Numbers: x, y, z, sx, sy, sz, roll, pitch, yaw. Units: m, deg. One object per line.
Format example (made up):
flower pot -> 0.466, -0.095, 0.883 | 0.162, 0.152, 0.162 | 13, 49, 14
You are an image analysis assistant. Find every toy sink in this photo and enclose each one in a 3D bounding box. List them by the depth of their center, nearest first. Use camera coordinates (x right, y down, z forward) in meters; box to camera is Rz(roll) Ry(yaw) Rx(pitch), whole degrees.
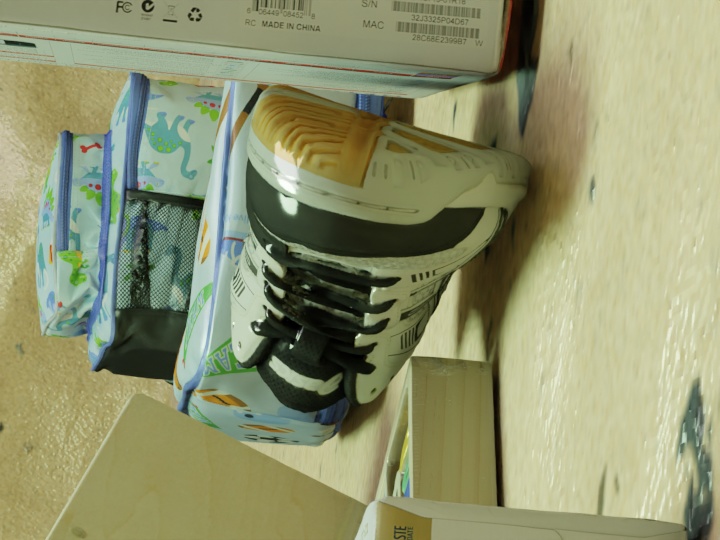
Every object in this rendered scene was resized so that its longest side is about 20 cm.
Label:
toy sink -> -0.092, 0.168, 0.960 | 0.201, 0.112, 0.130 | -64, 1, 26

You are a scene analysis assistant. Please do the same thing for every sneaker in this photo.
sneaker -> 0.000, 0.000, 0.748 | 0.200, 0.075, 0.088 | 10, -82, -86

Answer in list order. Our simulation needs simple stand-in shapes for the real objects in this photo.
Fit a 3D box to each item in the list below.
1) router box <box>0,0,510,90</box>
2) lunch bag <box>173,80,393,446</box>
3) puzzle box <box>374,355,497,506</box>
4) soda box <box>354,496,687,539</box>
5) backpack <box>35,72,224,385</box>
router box -> -0.066, -0.089, 0.814 | 0.179, 0.199, 0.049 | -166, 81, -84
lunch bag -> -0.030, -0.014, 1.080 | 0.200, 0.075, 0.161 | 123, 155, -78
puzzle box -> 0.010, 0.139, 0.780 | 0.200, 0.025, 0.133 | 103, 170, -46
soda box -> 0.016, 0.116, 0.571 | 0.200, 0.063, 0.068 | 109, 165, -62
backpack -> -0.150, -0.034, 1.860 | 0.183, 0.146, 0.201 | 132, 146, -76
